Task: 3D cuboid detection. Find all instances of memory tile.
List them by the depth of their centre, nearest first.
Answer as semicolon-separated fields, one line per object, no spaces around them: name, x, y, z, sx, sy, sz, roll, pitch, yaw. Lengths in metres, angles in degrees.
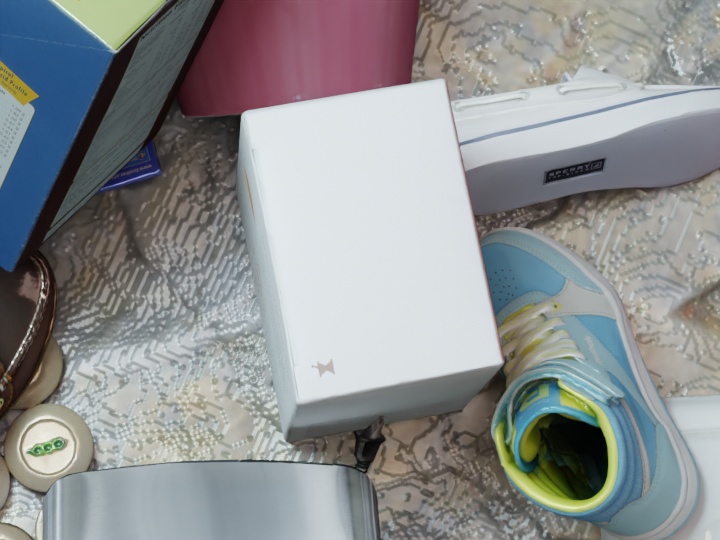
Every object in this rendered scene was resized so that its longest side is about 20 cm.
memory tile;-0.241;0.124;1.419;0.200;0.017;0.153;-20;83;-7

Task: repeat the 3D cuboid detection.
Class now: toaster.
toaster;-0.073;0.189;1.335;0.181;0.119;0.200;-1;109;-5

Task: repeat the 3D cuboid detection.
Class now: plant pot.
plant pot;-0.045;-0.180;1.404;0.200;0.200;0.179;-7;96;-5

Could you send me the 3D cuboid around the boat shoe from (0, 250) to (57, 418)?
boat shoe;-0.226;0.069;1.387;0.070;0.070;0.200;29;78;2

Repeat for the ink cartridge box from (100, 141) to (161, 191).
ink cartridge box;-0.193;-0.135;1.446;0.119;0.042;0.200;-16;83;-6

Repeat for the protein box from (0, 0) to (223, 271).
protein box;-0.187;-0.148;1.300;0.198;0.200;0.135;39;51;4

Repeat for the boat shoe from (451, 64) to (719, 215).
boat shoe;0.131;-0.085;1.451;0.200;0.074;0.065;-8;58;-18

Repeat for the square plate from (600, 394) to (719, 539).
square plate;0.216;0.162;1.389;0.198;0.028;0.200;-6;79;27

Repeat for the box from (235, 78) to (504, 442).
box;0.000;0.000;1.363;0.106;0.200;0.152;-10;82;-5

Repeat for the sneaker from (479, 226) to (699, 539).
sneaker;0.100;0.051;1.378;0.080;0.131;0.200;-40;65;17
